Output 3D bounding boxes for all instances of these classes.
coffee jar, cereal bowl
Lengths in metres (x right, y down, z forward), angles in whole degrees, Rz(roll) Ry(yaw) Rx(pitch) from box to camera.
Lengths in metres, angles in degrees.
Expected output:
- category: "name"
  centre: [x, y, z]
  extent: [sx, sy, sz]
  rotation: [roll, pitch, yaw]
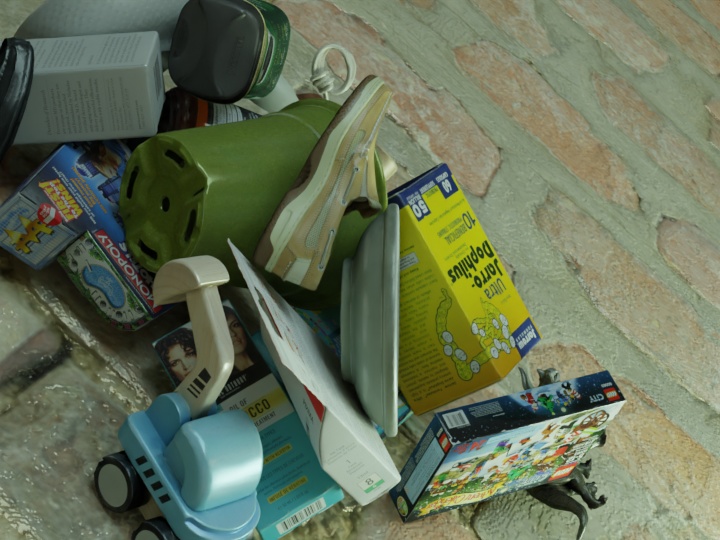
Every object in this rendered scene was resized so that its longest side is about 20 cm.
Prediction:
- category: "coffee jar"
  centre: [-0.128, -0.220, 1.532]
  extent: [0.085, 0.105, 0.200]
  rotation: [17, 9, 4]
- category: "cereal bowl"
  centre: [-0.241, -0.229, 1.542]
  extent: [0.200, 0.200, 0.084]
  rotation: [-23, 83, -53]

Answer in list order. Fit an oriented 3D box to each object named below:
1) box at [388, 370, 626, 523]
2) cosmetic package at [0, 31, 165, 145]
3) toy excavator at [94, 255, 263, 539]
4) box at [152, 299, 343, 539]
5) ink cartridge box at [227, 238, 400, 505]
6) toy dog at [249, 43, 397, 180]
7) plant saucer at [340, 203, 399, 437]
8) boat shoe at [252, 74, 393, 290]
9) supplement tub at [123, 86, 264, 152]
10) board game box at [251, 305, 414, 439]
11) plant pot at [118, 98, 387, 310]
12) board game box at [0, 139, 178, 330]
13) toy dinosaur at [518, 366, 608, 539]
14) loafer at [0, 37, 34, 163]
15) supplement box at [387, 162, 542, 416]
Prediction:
- category: "box"
  centre: [0.137, 0.165, 1.454]
  extent: [0.199, 0.137, 0.038]
  rotation: [-11, 56, -29]
- category: "cosmetic package"
  centre: [-0.284, -0.166, 1.423]
  extent: [0.198, 0.072, 0.102]
  rotation: [-3, 26, 1]
- category: "toy excavator"
  centre: [-0.129, 0.116, 1.239]
  extent: [0.100, 0.200, 0.195]
  rotation: [-9, 57, -49]
- category: "box"
  centre: [-0.099, 0.130, 1.352]
  extent: [0.082, 0.049, 0.201]
  rotation: [-30, 67, -8]
- category: "ink cartridge box"
  centre: [-0.054, 0.087, 1.298]
  extent: [0.200, 0.050, 0.161]
  rotation: [47, 10, -44]
- category: "toy dog"
  centre: [-0.049, -0.143, 1.704]
  extent: [0.131, 0.096, 0.201]
  rotation: [-26, 101, -15]
- category: "plant saucer"
  centre: [0.009, 0.043, 1.342]
  extent: [0.050, 0.201, 0.201]
  rotation: [0, 40, 1]
- category: "boat shoe"
  centre: [-0.015, -0.072, 1.327]
  extent: [0.076, 0.072, 0.201]
  rotation: [30, 74, 0]
- category: "supplement tub"
  centre: [-0.151, -0.121, 1.576]
  extent: [0.199, 0.107, 0.107]
  rotation: [19, 39, -27]
- category: "board game box"
  centre: [-0.027, 0.104, 1.491]
  extent: [0.151, 0.047, 0.200]
  rotation: [45, 34, 9]
- category: "plant pot"
  centre: [-0.109, -0.060, 1.405]
  extent: [0.189, 0.200, 0.201]
  rotation: [-2, 52, -47]
- category: "board game box"
  centre: [-0.244, -0.034, 1.403]
  extent: [0.201, 0.062, 0.200]
  rotation: [53, 26, 0]
- category: "toy dinosaur"
  centre: [0.199, 0.202, 1.595]
  extent: [0.101, 0.077, 0.201]
  rotation: [13, 50, -7]
- category: "loafer"
  centre: [-0.337, -0.110, 1.326]
  extent: [0.070, 0.202, 0.068]
  rotation: [23, -4, -20]
- category: "supplement box"
  centre: [0.068, 0.018, 1.493]
  extent: [0.201, 0.109, 0.109]
  rotation: [60, 34, -4]
